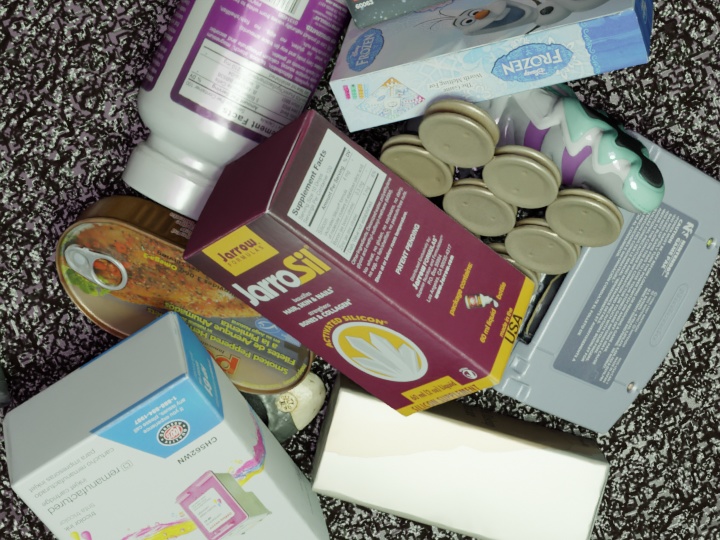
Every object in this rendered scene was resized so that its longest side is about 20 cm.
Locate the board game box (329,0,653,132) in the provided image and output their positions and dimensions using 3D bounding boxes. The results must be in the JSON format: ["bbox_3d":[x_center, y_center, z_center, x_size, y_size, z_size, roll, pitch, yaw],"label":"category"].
[{"bbox_3d":[0.093,-0.179,1.210,0.197,0.201,0.044,-11,123,19],"label":"board game box"}]

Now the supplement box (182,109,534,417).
[{"bbox_3d":[0.000,0.000,1.213,0.199,0.110,0.086,36,57,-21],"label":"supplement box"}]

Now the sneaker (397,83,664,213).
[{"bbox_3d":[0.103,-0.064,1.249,0.200,0.078,0.140,46,108,34],"label":"sneaker"}]

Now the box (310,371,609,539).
[{"bbox_3d":[0.069,0.139,1.323,0.198,0.095,0.078,16,95,-4],"label":"box"}]

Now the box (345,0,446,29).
[{"bbox_3d":[0.086,-0.234,1.217,0.198,0.137,0.038,-16,124,13],"label":"box"}]

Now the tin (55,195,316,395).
[{"bbox_3d":[-0.118,0.017,1.298,0.199,0.042,0.113,24,131,8],"label":"tin"}]

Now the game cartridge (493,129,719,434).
[{"bbox_3d":[0.182,0.012,1.304,0.133,0.041,0.201,24,97,-38],"label":"game cartridge"}]

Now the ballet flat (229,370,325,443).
[{"bbox_3d":[-0.120,0.115,1.335,0.198,0.057,0.067,-16,97,1],"label":"ballet flat"}]

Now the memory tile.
[{"bbox_3d":[0.068,-0.034,1.219,0.153,0.200,0.017,30,58,-14],"label":"memory tile"}]

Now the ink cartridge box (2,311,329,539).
[{"bbox_3d":[-0.130,0.151,1.284,0.144,0.085,0.200,-32,125,5],"label":"ink cartridge box"}]

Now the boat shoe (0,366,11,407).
[{"bbox_3d":[-0.346,0.112,1.324,0.198,0.074,0.069,-23,82,-7],"label":"boat shoe"}]

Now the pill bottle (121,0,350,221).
[{"bbox_3d":[-0.087,-0.136,1.281,0.112,0.112,0.201,26,96,-3],"label":"pill bottle"}]
